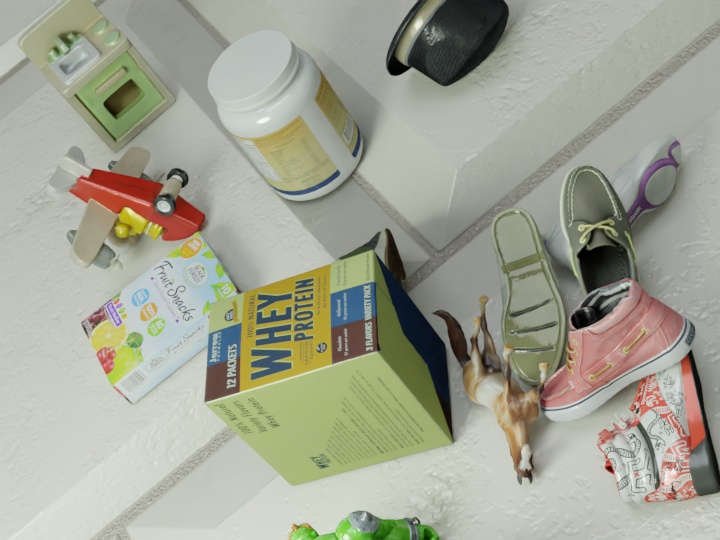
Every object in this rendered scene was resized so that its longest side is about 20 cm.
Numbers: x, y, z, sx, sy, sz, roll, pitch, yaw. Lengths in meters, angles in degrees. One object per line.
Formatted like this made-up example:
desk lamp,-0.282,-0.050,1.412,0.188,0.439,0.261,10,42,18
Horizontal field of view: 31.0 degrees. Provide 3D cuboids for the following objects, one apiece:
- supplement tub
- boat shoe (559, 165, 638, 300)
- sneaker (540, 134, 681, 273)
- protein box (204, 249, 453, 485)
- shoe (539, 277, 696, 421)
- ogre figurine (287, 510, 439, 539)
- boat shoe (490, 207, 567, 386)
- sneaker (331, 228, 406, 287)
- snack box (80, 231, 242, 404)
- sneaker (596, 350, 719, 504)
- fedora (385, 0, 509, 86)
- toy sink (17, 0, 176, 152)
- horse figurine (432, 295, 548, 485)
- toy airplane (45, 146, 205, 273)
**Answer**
supplement tub,-0.098,-0.203,1.703,0.144,0.200,0.144,-16,48,19
boat shoe,0.257,-0.020,1.378,0.072,0.060,0.202,-11,79,4
sneaker,0.281,-0.085,1.468,0.200,0.075,0.100,-48,47,-11
protein box,-0.032,0.111,1.412,0.200,0.199,0.135,-18,48,19
shoe,0.232,0.078,1.304,0.200,0.091,0.071,-36,22,42
ogre figurine,-0.022,0.308,1.304,0.200,0.120,0.098,-24,46,12
boat shoe,0.191,0.033,1.433,0.075,0.068,0.200,-11,71,17
sneaker,0.000,0.000,1.507,0.090,0.067,0.200,-19,7,6
snack box,-0.254,0.059,1.691,0.200,0.053,0.142,-37,46,-1
sneaker,0.286,0.138,1.291,0.108,0.067,0.201,-15,51,17
fedora,0.127,-0.316,1.716,0.092,0.201,0.201,42,81,12
toy sink,-0.396,-0.299,1.963,0.130,0.200,0.112,-41,45,-6
horse figurine,0.144,0.114,1.378,0.050,0.133,0.200,-14,35,-22
toy airplane,-0.341,-0.087,1.801,0.200,0.141,0.199,-20,51,-30
